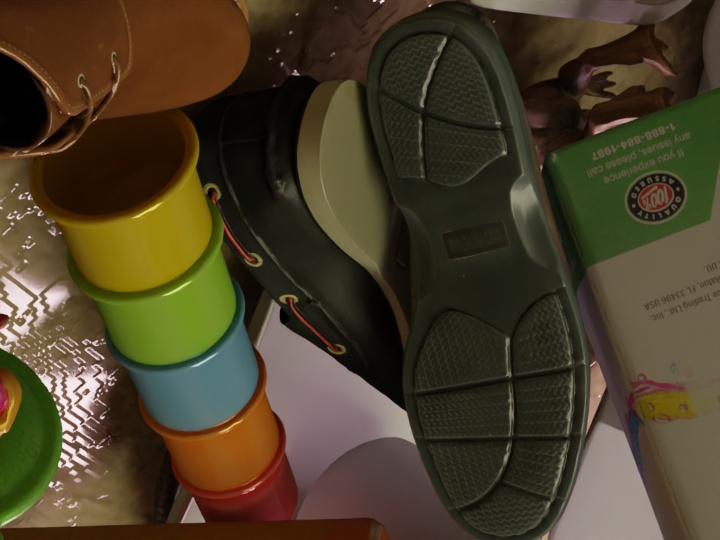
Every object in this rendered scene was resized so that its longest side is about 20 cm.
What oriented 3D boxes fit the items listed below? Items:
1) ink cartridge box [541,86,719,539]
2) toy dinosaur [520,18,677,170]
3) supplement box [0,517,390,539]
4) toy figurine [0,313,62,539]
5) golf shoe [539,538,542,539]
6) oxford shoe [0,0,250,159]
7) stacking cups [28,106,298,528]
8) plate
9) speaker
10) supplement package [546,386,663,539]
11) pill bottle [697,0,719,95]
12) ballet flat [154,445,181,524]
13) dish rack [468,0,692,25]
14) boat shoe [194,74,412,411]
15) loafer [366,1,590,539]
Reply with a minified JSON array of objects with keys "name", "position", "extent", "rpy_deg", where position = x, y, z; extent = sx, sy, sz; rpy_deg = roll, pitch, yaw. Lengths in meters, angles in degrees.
[{"name":"ink cartridge box","position":[0.166,0.033,0.747],"extent":[0.144,0.202,0.088],"rpy_deg":[-20,169,-1]},{"name":"toy dinosaur","position":[0.075,-0.059,0.823],"extent":[0.106,0.061,0.200],"rpy_deg":[-26,164,23]},{"name":"supplement box","position":[-0.083,0.143,0.788],"extent":[0.198,0.067,0.069],"rpy_deg":[-2,140,13]},{"name":"toy figurine","position":[-0.152,0.035,0.590],"extent":[0.200,0.149,0.185],"rpy_deg":[-48,165,-40]},{"name":"golf shoe","position":[0.056,0.108,1.051],"extent":[0.091,0.075,0.201],"rpy_deg":[-27,148,-20]},{"name":"oxford shoe","position":[-0.097,-0.060,0.606],"extent":[0.199,0.071,0.072],"rpy_deg":[-8,136,-50]},{"name":"stacking cups","position":[-0.066,0.027,0.743],"extent":[0.060,0.060,0.201],"rpy_deg":[-34,141,-16]},{"name":"plate","position":[0.007,0.048,0.888],"extent":[0.199,0.032,0.202],"rpy_deg":[10,108,-47]},{"name":"speaker","position":[0.057,0.147,0.822],"extent":[0.081,0.200,0.082],"rpy_deg":[-19,124,-30]},{"name":"supplement package","position":[0.166,0.130,1.072],"extent":[0.200,0.116,0.118],"rpy_deg":[-37,149,-77]},{"name":"pill bottle","position":[0.221,-0.069,0.965],"extent":[0.114,0.114,0.200],"rpy_deg":[-42,153,0]},{"name":"ballet flat","position":[-0.071,0.119,0.936],"extent":[0.067,0.046,0.201],"rpy_deg":[-31,146,-22]},{"name":"dish rack","position":[0.117,-0.186,0.738],"extent":[0.171,0.044,0.201],"rpy_deg":[-3,134,-50]},{"name":"boat shoe","position":[0.001,-0.002,0.780],"extent":[0.202,0.063,0.074],"rpy_deg":[54,44,-48]},{"name":"loafer","position":[0.050,-0.001,0.743],"extent":[0.063,0.071,0.202],"rpy_deg":[-46,129,-65]}]
